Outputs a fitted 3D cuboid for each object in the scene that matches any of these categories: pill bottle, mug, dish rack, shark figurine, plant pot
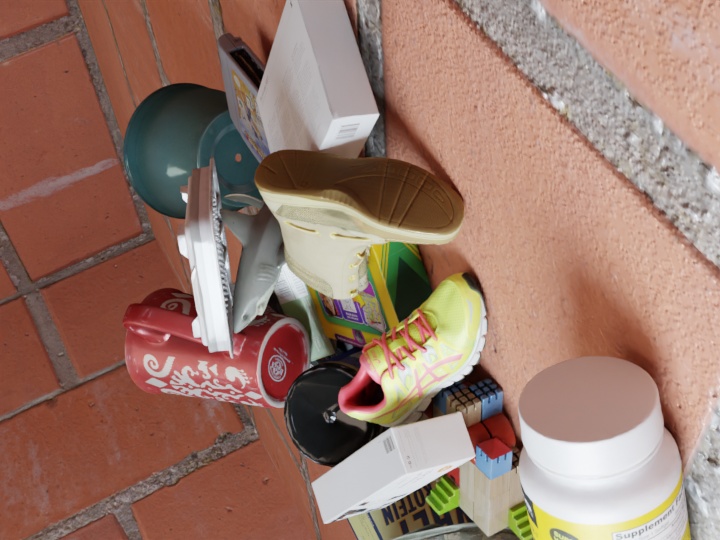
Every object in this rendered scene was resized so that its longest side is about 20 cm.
[{"bbox_3d":[0.001,0.146,1.153,0.113,0.111,0.200,64,-159,4],"label":"pill bottle"},{"bbox_3d":[-0.181,0.101,1.210,0.198,0.177,0.135,7,99,32],"label":"mug"},{"bbox_3d":[-0.167,-0.015,1.092,0.200,0.043,0.173,-108,13,-64],"label":"dish rack"},{"bbox_3d":[-0.118,-0.050,1.109,0.129,0.089,0.216,-53,21,31],"label":"shark figurine"},{"bbox_3d":[-0.209,-0.166,1.428,0.187,0.199,0.202,13,127,55],"label":"plant pot"},{"bbox_3d":[0.176,0.170,0.723,0.114,0.113,0.202,41,151,58],"label":"pill bottle"}]

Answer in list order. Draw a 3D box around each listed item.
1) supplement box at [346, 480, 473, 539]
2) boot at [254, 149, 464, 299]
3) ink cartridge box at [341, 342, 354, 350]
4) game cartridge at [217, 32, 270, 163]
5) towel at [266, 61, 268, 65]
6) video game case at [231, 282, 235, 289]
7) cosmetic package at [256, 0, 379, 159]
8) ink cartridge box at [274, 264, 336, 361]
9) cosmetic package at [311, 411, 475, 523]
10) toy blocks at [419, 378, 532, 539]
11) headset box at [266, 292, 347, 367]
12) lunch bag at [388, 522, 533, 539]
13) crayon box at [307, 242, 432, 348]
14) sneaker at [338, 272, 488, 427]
[{"bbox_3d":[0.076,0.324,1.268,0.201,0.133,0.200,60,164,21],"label":"supplement box"},{"bbox_3d":[0.006,-0.031,0.953,0.198,0.073,0.156,11,146,16],"label":"boot"},{"bbox_3d":[-0.022,0.024,1.327,0.200,0.040,0.201,51,159,44],"label":"ink cartridge box"},{"bbox_3d":[-0.119,-0.189,1.243,0.200,0.041,0.134,52,153,39],"label":"game cartridge"},{"bbox_3d":[-0.056,-0.148,1.213,0.201,0.030,0.147,55,160,34],"label":"towel"},{"bbox_3d":[-0.124,0.090,1.489,0.183,0.198,0.023,61,140,23],"label":"video game case"},{"bbox_3d":[-0.049,-0.163,0.998,0.200,0.051,0.152,124,131,-62],"label":"cosmetic package"},{"bbox_3d":[-0.074,0.010,1.309,0.200,0.047,0.147,-86,-25,-68],"label":"ink cartridge box"},{"bbox_3d":[0.029,0.202,1.015,0.200,0.082,0.051,-47,59,54],"label":"cosmetic package"},{"bbox_3d":[0.107,0.164,1.024,0.200,0.099,0.138,42,143,48],"label":"toy blocks"},{"bbox_3d":[-0.088,0.105,1.367,0.149,0.075,0.200,44,-166,9],"label":"headset box"},{"bbox_3d":[0.108,0.358,1.064,0.118,0.198,0.165,-65,-36,-55],"label":"lunch bag"},{"bbox_3d":[0.000,0.000,1.127,0.199,0.058,0.174,10,123,60],"label":"crayon box"},{"bbox_3d":[0.047,0.082,0.964,0.201,0.090,0.078,-58,43,29],"label":"sneaker"}]
